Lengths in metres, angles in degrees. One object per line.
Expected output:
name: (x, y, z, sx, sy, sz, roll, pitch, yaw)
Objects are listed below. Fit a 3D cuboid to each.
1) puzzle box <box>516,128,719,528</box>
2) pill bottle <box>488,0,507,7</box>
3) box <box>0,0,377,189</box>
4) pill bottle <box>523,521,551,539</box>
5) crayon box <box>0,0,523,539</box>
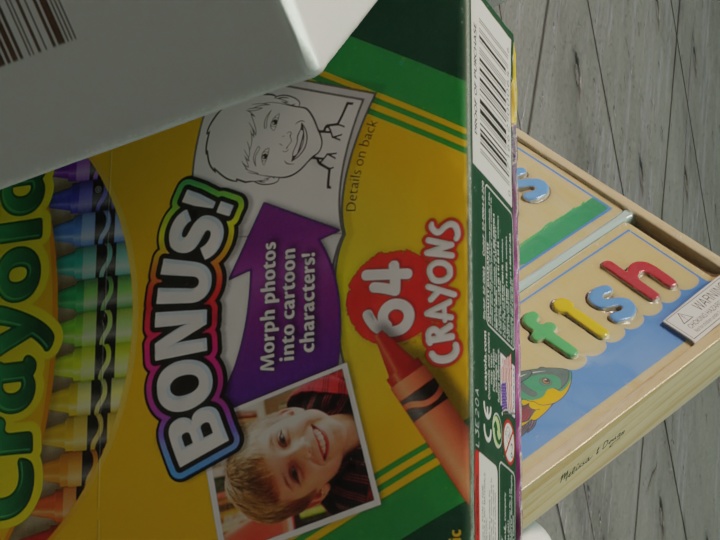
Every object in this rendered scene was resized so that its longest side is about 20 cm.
puzzle box: (0.033, 0.025, 0.917, 0.200, 0.133, 0.025, -33, 146, -39)
pill bottle: (0.020, -0.208, 1.077, 0.200, 0.110, 0.110, 63, 20, -14)
box: (-0.077, -0.102, 0.731, 0.200, 0.152, 0.106, -61, 130, -67)
pill bottle: (0.005, 0.133, 0.901, 0.113, 0.200, 0.113, 7, 90, -82)
crayon box: (-0.040, 0.020, 0.831, 0.058, 0.172, 0.200, 41, 46, -64)
